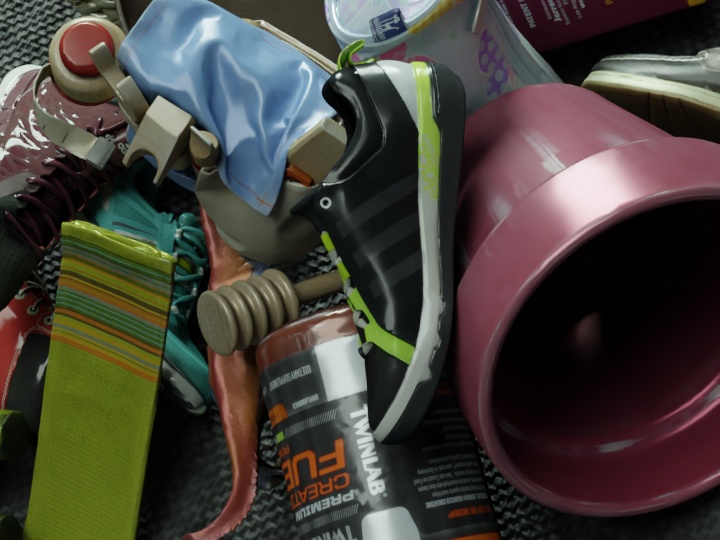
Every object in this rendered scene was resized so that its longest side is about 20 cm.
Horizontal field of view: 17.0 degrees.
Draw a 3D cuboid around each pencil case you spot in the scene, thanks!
[{"bbox_3d":[0.059,-0.111,1.337,0.090,0.200,0.084,-22,51,18],"label":"pencil case"}]

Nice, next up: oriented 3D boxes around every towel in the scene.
[{"bbox_3d":[-0.153,0.077,1.396,0.086,0.018,0.202,19,106,36],"label":"towel"}]

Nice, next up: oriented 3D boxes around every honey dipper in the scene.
[{"bbox_3d":[0.000,0.000,1.344,0.199,0.038,0.038,-21,45,-32],"label":"honey dipper"}]

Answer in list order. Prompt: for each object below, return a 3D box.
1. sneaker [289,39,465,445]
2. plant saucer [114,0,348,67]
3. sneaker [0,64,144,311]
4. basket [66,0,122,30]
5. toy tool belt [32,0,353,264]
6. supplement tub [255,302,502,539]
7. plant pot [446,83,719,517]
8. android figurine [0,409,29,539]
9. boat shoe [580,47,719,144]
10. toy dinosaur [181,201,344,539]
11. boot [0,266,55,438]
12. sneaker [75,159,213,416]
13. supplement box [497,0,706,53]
[{"bbox_3d":[0.003,-0.014,1.210,0.082,0.072,0.202,6,79,-8],"label":"sneaker"},{"bbox_3d":[-0.067,-0.171,1.456,0.032,0.199,0.201,-11,55,56],"label":"plant saucer"},{"bbox_3d":[-0.176,-0.058,1.432,0.115,0.076,0.201,-8,45,20],"label":"sneaker"},{"bbox_3d":[-0.118,-0.256,1.555,0.135,0.123,0.201,-1,64,28],"label":"basket"},{"bbox_3d":[-0.085,-0.096,1.300,0.199,0.123,0.125,30,74,8],"label":"toy tool belt"},{"bbox_3d":[0.016,0.120,1.271,0.106,0.107,0.201,-19,77,18],"label":"supplement tub"},{"bbox_3d":[0.122,-0.001,1.261,0.200,0.200,0.179,-39,37,4],"label":"plant pot"},{"bbox_3d":[-0.291,0.124,1.457,0.199,0.041,0.184,1,87,28],"label":"android figurine"},{"bbox_3d":[0.221,-0.093,1.326,0.199,0.073,0.065,13,66,23],"label":"boat shoe"},{"bbox_3d":[-0.054,0.025,1.349,0.104,0.200,0.183,-20,99,26],"label":"toy dinosaur"},{"bbox_3d":[-0.207,0.004,1.498,0.143,0.072,0.202,4,74,29],"label":"boot"},{"bbox_3d":[-0.126,0.000,1.455,0.079,0.078,0.201,-28,54,1],"label":"sneaker"},{"bbox_3d":[0.097,-0.190,1.410,0.199,0.086,0.111,-16,35,20],"label":"supplement box"}]
